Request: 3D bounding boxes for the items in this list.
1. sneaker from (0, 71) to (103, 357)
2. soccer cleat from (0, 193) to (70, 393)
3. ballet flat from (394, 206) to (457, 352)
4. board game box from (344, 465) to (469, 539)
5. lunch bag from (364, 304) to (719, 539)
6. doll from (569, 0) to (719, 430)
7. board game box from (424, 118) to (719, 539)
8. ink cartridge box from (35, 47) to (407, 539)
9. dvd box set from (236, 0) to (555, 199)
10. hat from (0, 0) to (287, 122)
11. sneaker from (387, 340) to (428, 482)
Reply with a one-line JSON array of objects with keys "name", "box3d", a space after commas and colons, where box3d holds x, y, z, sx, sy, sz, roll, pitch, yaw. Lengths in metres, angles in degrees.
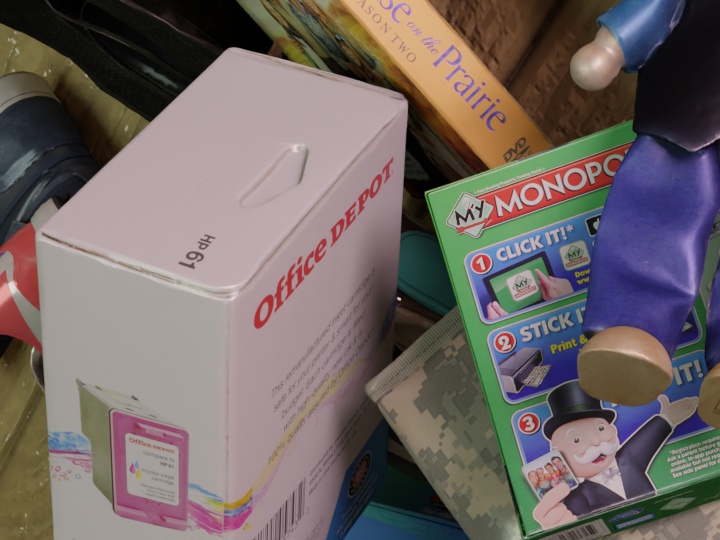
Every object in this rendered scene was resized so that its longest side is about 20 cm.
[{"name": "sneaker", "box3d": [-0.172, 0.020, 1.239, 0.146, 0.077, 0.203, 47, 132, 31]}, {"name": "soccer cleat", "box3d": [-0.111, 0.042, 1.110, 0.068, 0.073, 0.200, 49, 180, 40]}, {"name": "ballet flat", "box3d": [0.000, 0.000, 1.010, 0.200, 0.067, 0.062, 33, 144, 6]}, {"name": "board game box", "box3d": [0.067, 0.178, 1.053, 0.200, 0.045, 0.152, 10, 111, 45]}, {"name": "lunch bag", "box3d": [0.132, 0.046, 0.875, 0.200, 0.118, 0.164, -43, 63, 11]}, {"name": "doll", "box3d": [0.133, -0.046, 0.785, 0.136, 0.200, 0.048, 13, 156, 7]}, {"name": "board game box", "box3d": [0.134, 0.003, 0.812, 0.200, 0.029, 0.135, -19, 65, 9]}, {"name": "ink cartridge box", "box3d": [-0.050, 0.036, 0.917, 0.084, 0.145, 0.200, 19, 130, 19]}, {"name": "dvd box set", "box3d": [-0.014, -0.108, 0.946, 0.200, 0.029, 0.146, 48, 170, -14]}, {"name": "hat", "box3d": [-0.089, -0.125, 1.081, 0.200, 0.201, 0.081, 18, 76, 43]}, {"name": "sneaker", "box3d": [-0.014, 0.030, 1.086, 0.200, 0.074, 0.085, 46, 151, 27]}]
